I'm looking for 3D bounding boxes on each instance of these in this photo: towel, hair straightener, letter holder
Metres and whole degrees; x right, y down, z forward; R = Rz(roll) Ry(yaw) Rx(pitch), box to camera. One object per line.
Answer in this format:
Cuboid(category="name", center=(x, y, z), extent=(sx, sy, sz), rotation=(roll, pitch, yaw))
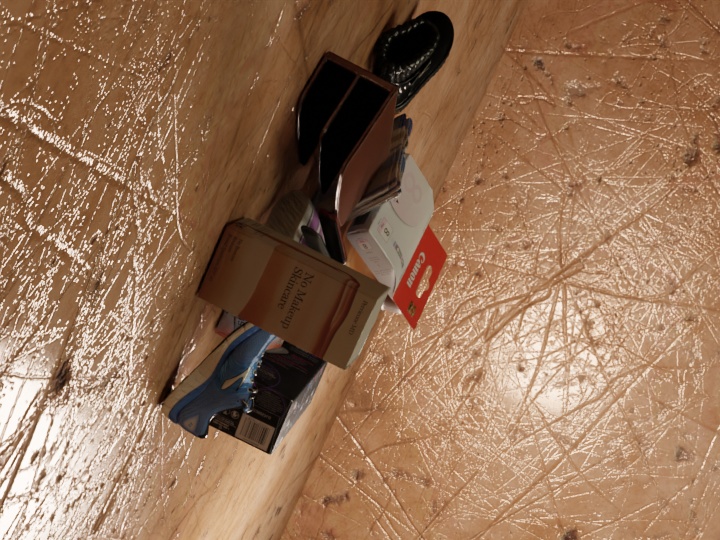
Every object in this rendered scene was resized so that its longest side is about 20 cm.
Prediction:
Cuboid(category="towel", center=(0.006, -0.138, 1.692), extent=(0.147, 0.024, 0.200), rotation=(-25, -150, 25))
Cuboid(category="hair straightener", center=(-0.051, 0.012, 1.581), extent=(0.077, 0.041, 0.200), rotation=(-42, 145, -27))
Cuboid(category="letter holder", center=(-0.033, -0.158, 1.525), extent=(0.142, 0.101, 0.200), rotation=(-59, 172, -17))

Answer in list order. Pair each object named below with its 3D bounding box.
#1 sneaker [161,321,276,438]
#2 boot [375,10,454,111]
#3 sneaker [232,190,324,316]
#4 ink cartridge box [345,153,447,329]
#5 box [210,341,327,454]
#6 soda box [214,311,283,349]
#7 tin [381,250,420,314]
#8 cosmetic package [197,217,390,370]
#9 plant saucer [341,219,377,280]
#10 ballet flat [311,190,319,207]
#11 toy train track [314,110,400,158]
Cuboid(category="sneaker", center=(-0.155, 0.132, 1.511), extent=(0.200, 0.089, 0.079), rotation=(-46, -179, 1))
Cuboid(category="boot", center=(0.087, -0.345, 1.809), extent=(0.211, 0.079, 0.158), rotation=(-60, 172, -22))
Cuboid(category="sneaker", center=(-0.099, 0.005, 1.568), extent=(0.201, 0.073, 0.114), rotation=(-59, 146, -30))
Cuboid(category="ink cartridge box", center=(0.072, -0.041, 1.709), extent=(0.057, 0.200, 0.163), rotation=(-12, -142, 40))
Cuboid(category="box", center=(-0.141, 0.178, 1.845), extent=(0.106, 0.122, 0.200), rotation=(-67, 172, 23))
Cuboid(category="soda box", center=(-0.143, 0.069, 1.681), extent=(0.068, 0.064, 0.200), rotation=(-64, 174, 1))
Cuboid(category="tin", center=(0.073, -0.001, 1.842), extent=(0.200, 0.042, 0.112), rotation=(-54, 163, -68))
Cuboid(category="cosmetic package", center=(-0.078, 0.026, 1.426), extent=(0.087, 0.200, 0.103), rotation=(-38, 152, -76))
Cuboid(category="plant saucer", center=(0.000, 0.000, 1.725), extent=(0.200, 0.032, 0.200), rotation=(-42, 138, -54))
Cuboid(category="ballet flat", center=(-0.023, -0.121, 1.845), extent=(0.200, 0.072, 0.072), rotation=(-60, 172, -40))
Cuboid(category="toy train track", center=(-0.015, -0.205, 1.733), extent=(0.115, 0.033, 0.200), rotation=(-26, -171, 34))
